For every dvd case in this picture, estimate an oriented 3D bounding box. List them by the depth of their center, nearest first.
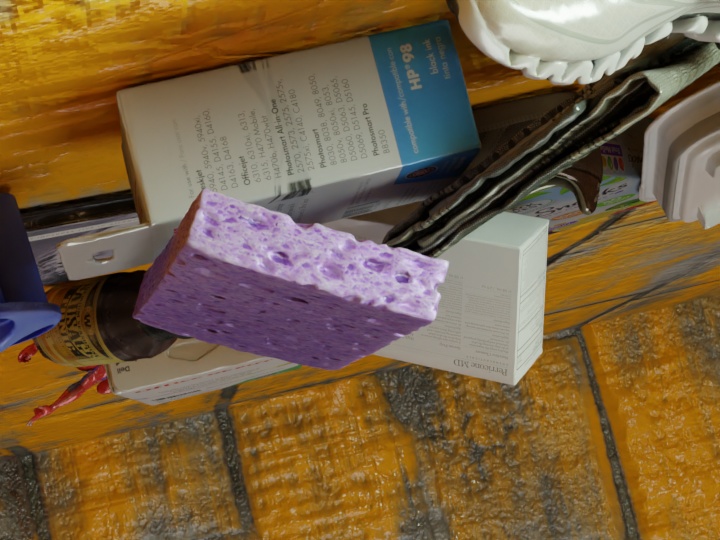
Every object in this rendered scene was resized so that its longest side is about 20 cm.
[{"bbox_3d":[-0.202,-0.011,1.108,0.148,0.016,0.200,-11,172,-18],"label":"dvd case"}]

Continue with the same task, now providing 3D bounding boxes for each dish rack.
[{"bbox_3d":[0.258,-0.087,1.088,0.171,0.044,0.200,-26,164,2],"label":"dish rack"}]

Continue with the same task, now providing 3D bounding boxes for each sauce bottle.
[{"bbox_3d":[-0.166,0.031,1.223,0.066,0.066,0.200,-9,177,-34],"label":"sauce bottle"}]

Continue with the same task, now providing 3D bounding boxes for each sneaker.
[{"bbox_3d":[0.119,-0.124,0.687,0.199,0.075,0.081,-12,159,-34],"label":"sneaker"},{"bbox_3d":[0.047,-0.049,1.049,0.199,0.076,0.070,-15,173,6],"label":"sneaker"}]

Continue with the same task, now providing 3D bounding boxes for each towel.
[{"bbox_3d":[0.105,-0.073,0.857,0.192,0.035,0.200,-35,180,36],"label":"towel"}]

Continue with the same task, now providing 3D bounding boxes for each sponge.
[{"bbox_3d":[-0.040,0.011,0.816,0.111,0.030,0.200,15,167,-11],"label":"sponge"}]

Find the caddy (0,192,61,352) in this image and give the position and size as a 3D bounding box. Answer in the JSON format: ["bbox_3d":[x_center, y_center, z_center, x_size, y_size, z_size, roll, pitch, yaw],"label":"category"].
[{"bbox_3d":[-0.257,0.026,0.924,0.199,0.105,0.141,-15,172,12],"label":"caddy"}]

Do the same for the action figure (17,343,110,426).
[{"bbox_3d":[-0.256,0.087,1.525,0.099,0.065,0.200,-30,175,-9],"label":"action figure"}]

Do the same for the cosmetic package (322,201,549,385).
[{"bbox_3d":[0.003,-0.001,0.977,0.199,0.083,0.051,12,-155,23],"label":"cosmetic package"}]

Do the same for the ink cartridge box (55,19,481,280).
[{"bbox_3d":[-0.053,-0.056,0.845,0.199,0.067,0.116,-13,173,-8],"label":"ink cartridge box"}]

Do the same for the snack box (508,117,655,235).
[{"bbox_3d":[0.130,-0.062,1.191,0.142,0.053,0.200,-19,170,29],"label":"snack box"}]

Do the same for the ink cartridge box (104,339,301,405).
[{"bbox_3d":[-0.131,0.053,1.458,0.144,0.084,0.200,-14,173,0],"label":"ink cartridge box"}]
